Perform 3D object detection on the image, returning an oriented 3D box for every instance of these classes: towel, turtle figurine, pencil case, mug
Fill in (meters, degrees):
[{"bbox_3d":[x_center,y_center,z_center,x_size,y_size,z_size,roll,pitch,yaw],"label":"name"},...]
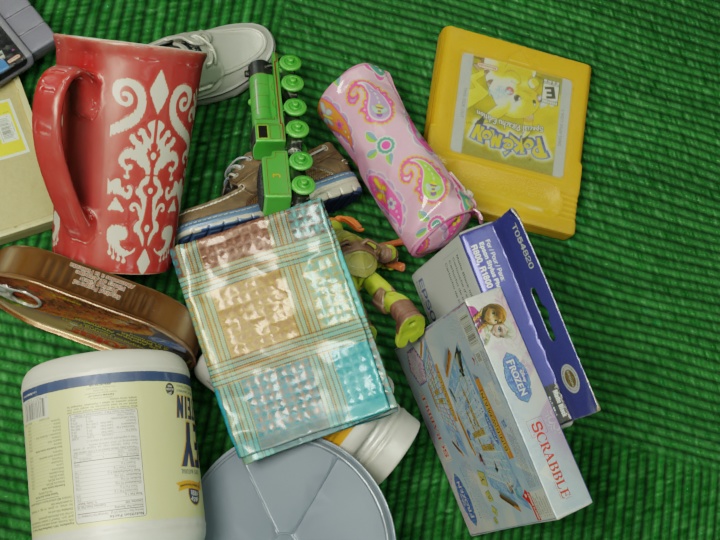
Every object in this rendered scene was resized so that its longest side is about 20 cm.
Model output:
[{"bbox_3d":[-0.067,0.052,1.051,0.146,0.022,0.201,-19,88,-4],"label":"towel"},{"bbox_3d":[0.000,0.000,1.143,0.200,0.064,0.161,1,43,-38],"label":"turtle figurine"},{"bbox_3d":[0.038,-0.109,1.208,0.087,0.087,0.200,-27,74,-22],"label":"pencil case"},{"bbox_3d":[-0.231,-0.104,1.077,0.177,0.133,0.201,-2,103,-41],"label":"mug"}]

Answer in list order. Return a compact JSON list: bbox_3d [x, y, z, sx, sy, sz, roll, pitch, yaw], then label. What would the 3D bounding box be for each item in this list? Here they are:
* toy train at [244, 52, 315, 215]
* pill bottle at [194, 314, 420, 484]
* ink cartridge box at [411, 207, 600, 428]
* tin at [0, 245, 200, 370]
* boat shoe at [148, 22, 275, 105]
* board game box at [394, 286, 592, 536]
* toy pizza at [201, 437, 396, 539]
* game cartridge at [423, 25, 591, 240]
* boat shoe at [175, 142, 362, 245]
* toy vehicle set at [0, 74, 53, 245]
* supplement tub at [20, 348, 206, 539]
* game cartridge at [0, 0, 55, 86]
[{"bbox_3d":[-0.078,-0.133,1.163,0.056,0.042,0.200,-1,53,-9],"label":"toy train"},{"bbox_3d":[-0.046,0.111,1.118,0.200,0.109,0.109,38,68,-3],"label":"pill bottle"},{"bbox_3d":[0.127,0.063,1.135,0.040,0.200,0.200,-18,80,-21],"label":"ink cartridge box"},{"bbox_3d":[-0.236,0.035,1.080,0.199,0.112,0.042,21,60,-5],"label":"tin"},{"bbox_3d":[-0.168,-0.199,1.195,0.200,0.065,0.074,-29,84,-22],"label":"boat shoe"},{"bbox_3d":[0.114,0.136,1.110,0.041,0.200,0.200,-19,81,-21],"label":"board game box"},{"bbox_3d":[-0.062,0.243,1.070,0.200,0.032,0.201,-2,84,17],"label":"toy pizza"},{"bbox_3d":[0.155,-0.147,1.294,0.176,0.032,0.201,13,71,-13],"label":"game cartridge"},{"bbox_3d":[-0.099,-0.074,1.183,0.200,0.072,0.073,-18,75,-30],"label":"boat shoe"},{"bbox_3d":[-0.364,-0.119,1.134,0.124,0.027,0.201,-18,80,-20],"label":"toy vehicle set"},{"bbox_3d":[-0.208,0.177,1.032,0.145,0.145,0.201,-4,76,-17],"label":"supplement tub"},{"bbox_3d":[-0.396,-0.206,1.119,0.200,0.038,0.130,-39,84,-23],"label":"game cartridge"}]
